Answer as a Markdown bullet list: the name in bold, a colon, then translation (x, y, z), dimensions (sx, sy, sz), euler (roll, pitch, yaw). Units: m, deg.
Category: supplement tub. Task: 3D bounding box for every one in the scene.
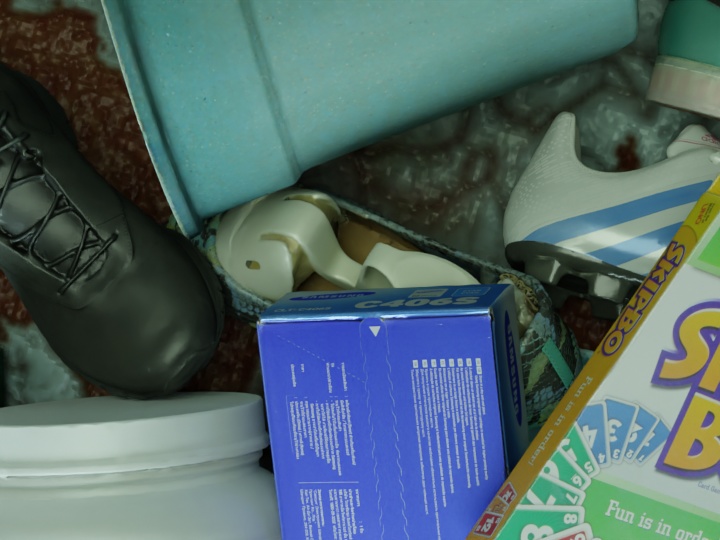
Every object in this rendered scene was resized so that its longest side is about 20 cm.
- **supplement tub**: translation (-0.093, 0.154, 1.002), dimensions (0.145, 0.145, 0.200), euler (-3, 92, 9)

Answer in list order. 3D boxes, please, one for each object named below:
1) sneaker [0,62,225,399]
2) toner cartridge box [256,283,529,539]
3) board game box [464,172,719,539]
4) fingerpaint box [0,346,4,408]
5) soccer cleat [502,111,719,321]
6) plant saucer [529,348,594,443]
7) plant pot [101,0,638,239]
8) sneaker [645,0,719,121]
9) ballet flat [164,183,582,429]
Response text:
- **sneaker**: translation (-0.134, -0.023, 1.025), dimensions (0.076, 0.091, 0.200), euler (-47, 61, 1)
- **toner cartridge box**: translation (0.020, 0.108, 0.969), dimensions (0.095, 0.043, 0.200), euler (-2, 103, 16)
- **board game box**: translation (0.121, 0.065, 0.937), dimensions (0.095, 0.030, 0.200), euler (36, 84, -20)
- **fingerpaint box**: translation (-0.256, 0.116, 1.074), dimensions (0.200, 0.073, 0.167), euler (-2, 87, 11)
- **soccer cleat**: translation (0.158, -0.012, 1.011), dimensions (0.200, 0.070, 0.086), euler (15, 79, 6)
- **plant saucer**: translation (0.080, 0.133, 1.024), dimensions (0.200, 0.036, 0.200), euler (-2, 82, 17)
- **plant pot**: translation (-0.002, -0.135, 0.990), dimensions (0.196, 0.200, 0.201), euler (-16, 85, 1)
- **sneaker**: translation (0.219, -0.084, 1.002), dimensions (0.200, 0.071, 0.080), euler (14, 94, 11)
- **ballet flat**: translation (0.000, 0.000, 1.018), dimensions (0.200, 0.074, 0.074), euler (21, 91, 22)
